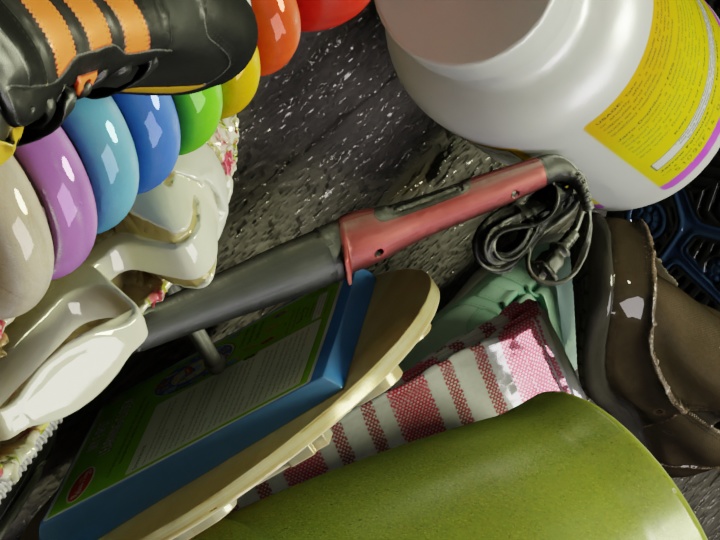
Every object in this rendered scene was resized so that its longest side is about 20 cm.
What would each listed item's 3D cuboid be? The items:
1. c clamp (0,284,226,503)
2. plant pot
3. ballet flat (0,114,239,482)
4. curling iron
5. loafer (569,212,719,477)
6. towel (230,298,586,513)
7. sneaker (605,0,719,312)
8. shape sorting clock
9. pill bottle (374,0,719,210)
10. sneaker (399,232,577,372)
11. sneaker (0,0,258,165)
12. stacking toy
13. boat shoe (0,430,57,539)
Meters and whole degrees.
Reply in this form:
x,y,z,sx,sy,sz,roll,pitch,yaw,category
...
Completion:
x,y,z,sx,sy,sz,roll,pitch,yaw,category
-0.129,0.049,1.045,0.200,0.027,0.171,-50,140,-26,c clamp
0.035,0.148,1.175,0.193,0.200,0.200,-32,155,-21,plant pot
-0.089,0.004,1.014,0.200,0.064,0.076,-52,137,-27,ballet flat
0.000,0.000,1.088,0.200,0.050,0.026,-15,-169,-20,curling iron
0.135,0.030,1.278,0.071,0.073,0.200,-8,154,12,loafer
0.015,0.115,1.264,0.200,0.030,0.147,-27,116,-10,towel
0.164,-0.054,1.344,0.077,0.076,0.200,-18,125,-63,sneaker
-0.052,0.063,1.150,0.200,0.039,0.200,-29,-167,7,shape sorting clock
0.074,-0.090,1.143,0.104,0.104,0.200,-47,158,7,pill bottle
0.079,0.044,1.353,0.200,0.118,0.074,-28,112,-32,sneaker
-0.104,-0.061,0.854,0.070,0.090,0.200,-30,152,34,sneaker
-0.070,-0.070,0.985,0.200,0.085,0.085,-39,158,-31,stacking toy
-0.187,0.123,1.114,0.200,0.071,0.064,-48,156,4,boat shoe
